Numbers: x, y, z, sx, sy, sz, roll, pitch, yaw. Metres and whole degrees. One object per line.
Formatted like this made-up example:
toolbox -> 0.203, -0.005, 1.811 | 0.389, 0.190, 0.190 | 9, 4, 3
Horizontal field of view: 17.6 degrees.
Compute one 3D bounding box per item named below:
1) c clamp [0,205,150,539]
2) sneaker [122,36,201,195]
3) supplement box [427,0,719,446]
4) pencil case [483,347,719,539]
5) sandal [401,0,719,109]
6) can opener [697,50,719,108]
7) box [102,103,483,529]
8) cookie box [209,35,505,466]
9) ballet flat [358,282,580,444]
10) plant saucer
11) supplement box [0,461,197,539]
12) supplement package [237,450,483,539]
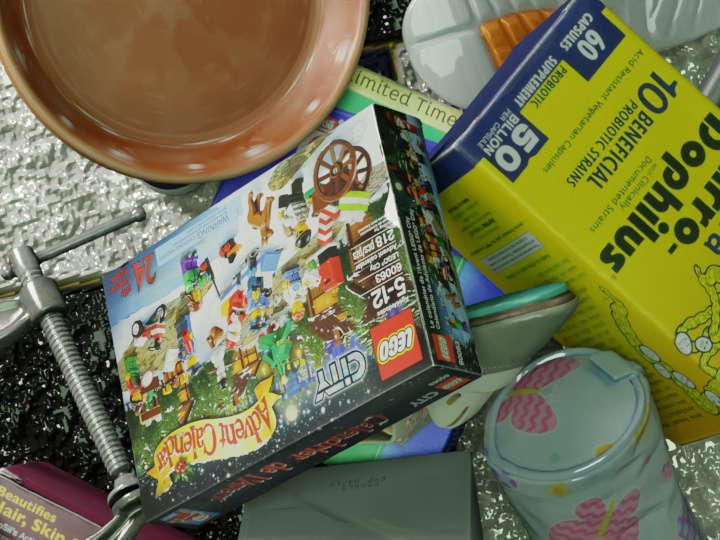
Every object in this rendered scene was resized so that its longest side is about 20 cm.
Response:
c clamp -> -0.163, 0.074, 1.200 | 0.170, 0.027, 0.201 | -20, 64, -5
sneaker -> -0.152, -0.129, 1.250 | 0.070, 0.108, 0.200 | -39, 86, 3
supplement box -> 0.135, -0.022, 1.149 | 0.200, 0.109, 0.109 | 41, 73, -5
pencil case -> 0.131, 0.128, 1.176 | 0.090, 0.200, 0.083 | -28, 42, 2
sandal -> 0.116, -0.136, 1.256 | 0.205, 0.059, 0.080 | -15, 97, -17
can opener -> 0.175, -0.041, 1.238 | 0.053, 0.067, 0.201 | 31, 92, 5
box -> -0.039, 0.026, 1.132 | 0.199, 0.038, 0.137 | -31, 60, 35
cookie box -> 0.000, 0.000, 1.249 | 0.170, 0.075, 0.201 | 24, 91, 6
ballet flat -> 0.027, 0.051, 1.152 | 0.199, 0.067, 0.064 | -11, 94, 34
plant saucer -> -0.093, -0.144, 1.182 | 0.199, 0.032, 0.202 | 1, 87, -19
supplement box -> -0.170, 0.220, 1.244 | 0.130, 0.103, 0.201 | 27, 91, 9
supplement package -> 0.012, 0.213, 1.184 | 0.120, 0.120, 0.201 | -7, 114, 6
